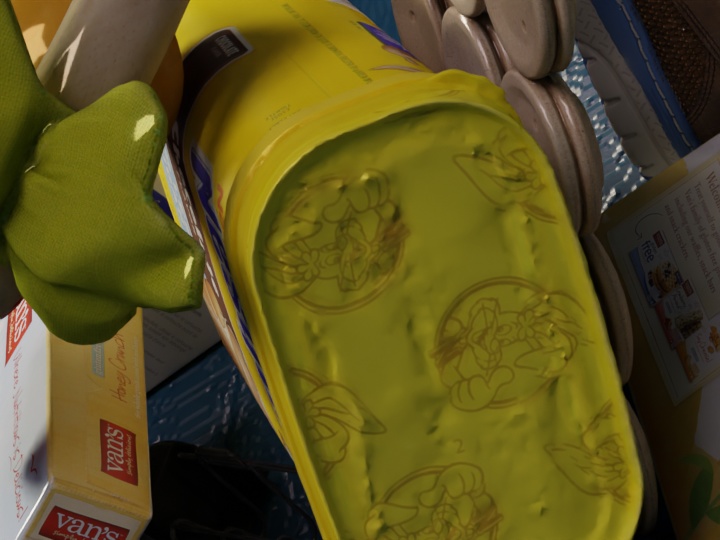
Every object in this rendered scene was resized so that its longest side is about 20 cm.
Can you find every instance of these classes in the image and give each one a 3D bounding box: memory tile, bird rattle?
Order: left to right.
[{"bbox_3d":[-0.087,-0.028,0.764,0.164,0.112,0.200,-63,2,-22],"label":"bird rattle"},{"bbox_3d":[0.043,-0.032,0.797,0.017,0.201,0.153,-18,28,-11],"label":"memory tile"}]

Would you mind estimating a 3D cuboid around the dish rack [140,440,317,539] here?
[{"bbox_3d":[-0.021,0.131,0.849,0.199,0.054,0.154,4,67,43],"label":"dish rack"}]

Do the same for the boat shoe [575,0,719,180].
[{"bbox_3d":[0.083,-0.118,0.813,0.072,0.200,0.073,-19,40,16],"label":"boat shoe"}]

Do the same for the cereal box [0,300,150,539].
[{"bbox_3d":[-0.129,0.106,0.904,0.201,0.039,0.144,-58,22,25],"label":"cereal box"}]

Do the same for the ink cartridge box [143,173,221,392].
[{"bbox_3d":[-0.101,0.004,0.976,0.199,0.099,0.039,-34,43,22],"label":"ink cartridge box"}]

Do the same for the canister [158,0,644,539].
[{"bbox_3d":[0.000,0.000,0.788,0.086,0.149,0.200,-21,21,-7],"label":"canister"}]

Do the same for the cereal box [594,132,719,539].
[{"bbox_3d":[0.165,-0.007,0.771,0.199,0.039,0.144,-34,44,22],"label":"cereal box"}]
